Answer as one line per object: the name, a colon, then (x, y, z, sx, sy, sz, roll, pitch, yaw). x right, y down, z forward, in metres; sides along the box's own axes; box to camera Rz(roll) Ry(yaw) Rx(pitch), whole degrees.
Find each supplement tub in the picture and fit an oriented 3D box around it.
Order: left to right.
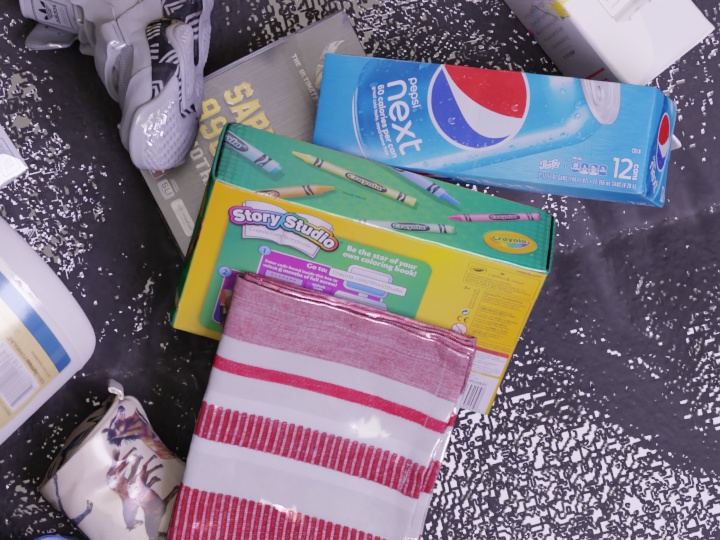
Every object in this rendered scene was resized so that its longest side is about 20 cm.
supplement tub: (-0.264, 0.058, 1.347, 0.200, 0.145, 0.145, -44, 92, -14)

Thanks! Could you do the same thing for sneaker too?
sneaker: (-0.151, -0.136, 1.432, 0.115, 0.075, 0.200, 0, 48, 4)

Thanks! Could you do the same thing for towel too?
towel: (-0.027, 0.113, 1.386, 0.144, 0.023, 0.200, 15, 103, -3)

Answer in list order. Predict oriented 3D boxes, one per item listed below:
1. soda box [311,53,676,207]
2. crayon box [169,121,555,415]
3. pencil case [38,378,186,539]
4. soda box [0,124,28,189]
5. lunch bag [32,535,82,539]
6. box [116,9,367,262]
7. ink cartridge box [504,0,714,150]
soda box: (0.078, -0.082, 1.400, 0.199, 0.068, 0.064, 7, 87, 18)
crayon box: (0.000, 0.000, 1.397, 0.200, 0.058, 0.119, 16, 130, -5)
pencil case: (-0.103, 0.160, 1.454, 0.200, 0.078, 0.089, 43, 82, -2)
soda box: (-0.280, -0.127, 1.437, 0.064, 0.068, 0.200, -33, 101, -10)
lunch bag: (-0.205, 0.264, 1.443, 0.200, 0.082, 0.161, -41, 89, -6)
box: (-0.036, -0.035, 1.480, 0.158, 0.048, 0.200, -26, 91, -4)
ink cartridge box: (0.142, -0.165, 1.466, 0.067, 0.116, 0.200, -39, 93, -5)
